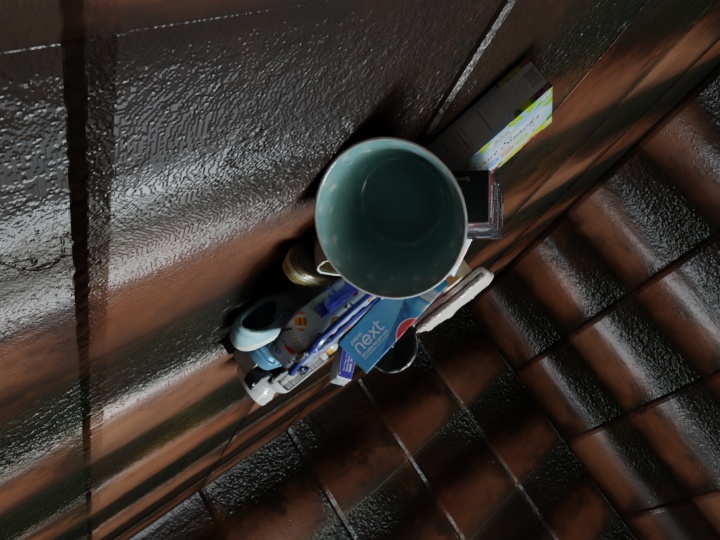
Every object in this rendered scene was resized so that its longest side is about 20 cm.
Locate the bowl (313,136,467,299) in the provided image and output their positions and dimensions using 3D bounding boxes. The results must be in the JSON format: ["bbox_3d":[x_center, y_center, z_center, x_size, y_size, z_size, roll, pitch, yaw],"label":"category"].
[{"bbox_3d":[0.046,-0.077,0.757,0.200,0.201,0.105,-43,-176,25],"label":"bowl"}]

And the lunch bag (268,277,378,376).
[{"bbox_3d":[-0.051,0.075,0.911,0.199,0.076,0.161,-40,174,-41],"label":"lunch bag"}]

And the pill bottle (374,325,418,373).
[{"bbox_3d":[0.056,0.137,1.212,0.111,0.113,0.200,-37,-176,1],"label":"pill bottle"}]

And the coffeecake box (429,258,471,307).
[{"bbox_3d":[0.145,-0.005,1.270,0.072,0.155,0.201,-31,165,-18],"label":"coffeecake box"}]

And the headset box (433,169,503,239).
[{"bbox_3d":[0.135,-0.095,0.881,0.144,0.080,0.199,0,175,21],"label":"headset box"}]

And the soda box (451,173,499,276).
[{"bbox_3d":[0.188,-0.096,1.098,0.069,0.062,0.204,-84,-166,-64],"label":"soda box"}]

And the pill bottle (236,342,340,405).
[{"bbox_3d":[-0.145,0.172,1.172,0.198,0.118,0.116,-37,167,-1],"label":"pill bottle"}]

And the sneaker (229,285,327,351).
[{"bbox_3d":[-0.125,0.067,0.974,0.198,0.075,0.082,-33,168,-26],"label":"sneaker"}]

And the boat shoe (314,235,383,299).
[{"bbox_3d":[0.027,-0.002,0.850,0.196,0.088,0.075,11,141,-13],"label":"boat shoe"}]

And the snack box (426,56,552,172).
[{"bbox_3d":[0.209,-0.217,0.928,0.199,0.068,0.168,-42,165,11],"label":"snack box"}]

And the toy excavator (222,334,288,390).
[{"bbox_3d":[-0.120,0.108,1.054,0.199,0.101,0.193,-41,166,18],"label":"toy excavator"}]

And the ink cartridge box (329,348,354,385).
[{"bbox_3d":[-0.022,0.138,1.253,0.200,0.039,0.206,116,-14,-74],"label":"ink cartridge box"}]

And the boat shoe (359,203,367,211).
[{"bbox_3d":[0.036,-0.061,0.907,0.069,0.072,0.199,-21,158,20],"label":"boat shoe"}]

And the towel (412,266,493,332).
[{"bbox_3d":[0.197,0.065,1.228,0.199,0.035,0.132,-41,166,13],"label":"towel"}]

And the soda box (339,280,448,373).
[{"bbox_3d":[0.055,0.072,0.968,0.200,0.068,0.064,-47,176,-1],"label":"soda box"}]

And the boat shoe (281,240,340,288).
[{"bbox_3d":[-0.078,0.003,0.911,0.075,0.073,0.199,-29,170,19],"label":"boat shoe"}]
